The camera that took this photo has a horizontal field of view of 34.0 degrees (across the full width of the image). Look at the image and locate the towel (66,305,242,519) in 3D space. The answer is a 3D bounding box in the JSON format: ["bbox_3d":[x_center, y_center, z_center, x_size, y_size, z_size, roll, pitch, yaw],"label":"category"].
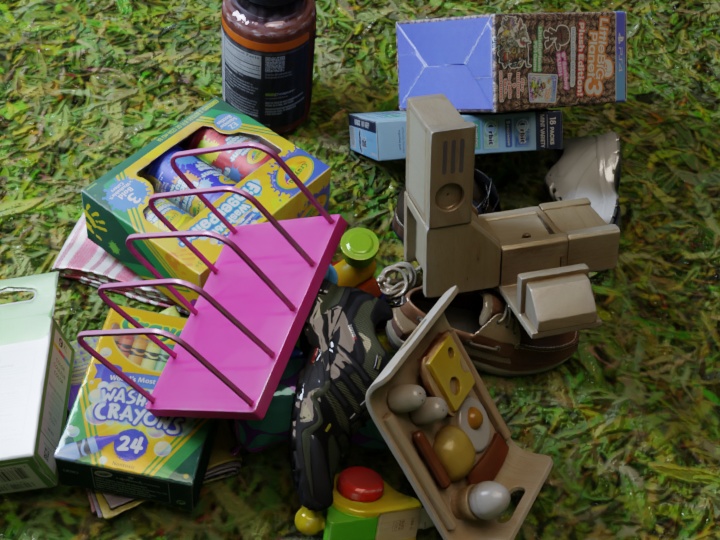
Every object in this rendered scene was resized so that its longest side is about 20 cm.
[{"bbox_3d":[-0.206,0.130,1.111,0.142,0.023,0.201,-16,56,-17],"label":"towel"}]

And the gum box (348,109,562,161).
[{"bbox_3d":[0.098,-0.152,1.286,0.198,0.045,0.170,-5,11,-10],"label":"gum box"}]

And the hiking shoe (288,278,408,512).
[{"bbox_3d":[-0.007,0.107,1.009,0.100,0.076,0.202,7,73,-3],"label":"hiking shoe"}]

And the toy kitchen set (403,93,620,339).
[{"bbox_3d":[0.158,-0.057,1.099,0.198,0.182,0.164,-9,33,-12],"label":"toy kitchen set"}]

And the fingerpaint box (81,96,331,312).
[{"bbox_3d":[-0.155,-0.071,1.206,0.166,0.074,0.200,33,54,22],"label":"fingerpaint box"}]

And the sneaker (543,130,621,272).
[{"bbox_3d":[0.244,-0.073,1.296,0.086,0.075,0.201,1,44,10],"label":"sneaker"}]

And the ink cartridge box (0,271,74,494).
[{"bbox_3d":[-0.326,0.104,1.081,0.103,0.060,0.201,-9,52,7],"label":"ink cartridge box"}]

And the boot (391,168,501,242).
[{"bbox_3d":[0.129,-0.047,1.235,0.198,0.097,0.075,20,53,10],"label":"boot"}]

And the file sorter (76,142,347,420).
[{"bbox_3d":[-0.129,0.007,1.002,0.138,0.125,0.201,-4,52,40],"label":"file sorter"}]

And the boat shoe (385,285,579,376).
[{"bbox_3d":[0.127,0.055,1.167,0.198,0.072,0.076,3,53,-11],"label":"boat shoe"}]

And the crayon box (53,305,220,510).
[{"bbox_3d":[-0.188,0.109,1.083,0.124,0.052,0.201,10,51,2],"label":"crayon box"}]

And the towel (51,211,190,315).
[{"bbox_3d":[-0.204,-0.031,1.232,0.198,0.030,0.147,15,52,6],"label":"towel"}]

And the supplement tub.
[{"bbox_3d":[-0.102,-0.254,1.306,0.106,0.201,0.108,3,51,-4],"label":"supplement tub"}]

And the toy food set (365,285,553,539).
[{"bbox_3d":[0.094,0.132,1.019,0.060,0.201,0.144,-14,23,39],"label":"toy food set"}]

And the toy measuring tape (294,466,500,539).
[{"bbox_3d":[0.030,0.209,1.055,0.198,0.074,0.074,-2,51,-26],"label":"toy measuring tape"}]

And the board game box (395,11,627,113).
[{"bbox_3d":[0.163,-0.226,1.272,0.199,0.098,0.159,-10,13,-35],"label":"board game box"}]

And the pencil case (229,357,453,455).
[{"bbox_3d":[-0.018,0.128,1.086,0.198,0.085,0.093,4,89,-5],"label":"pencil case"}]

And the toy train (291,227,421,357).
[{"bbox_3d":[0.000,0.000,1.173,0.199,0.116,0.085,-33,62,-27],"label":"toy train"}]
